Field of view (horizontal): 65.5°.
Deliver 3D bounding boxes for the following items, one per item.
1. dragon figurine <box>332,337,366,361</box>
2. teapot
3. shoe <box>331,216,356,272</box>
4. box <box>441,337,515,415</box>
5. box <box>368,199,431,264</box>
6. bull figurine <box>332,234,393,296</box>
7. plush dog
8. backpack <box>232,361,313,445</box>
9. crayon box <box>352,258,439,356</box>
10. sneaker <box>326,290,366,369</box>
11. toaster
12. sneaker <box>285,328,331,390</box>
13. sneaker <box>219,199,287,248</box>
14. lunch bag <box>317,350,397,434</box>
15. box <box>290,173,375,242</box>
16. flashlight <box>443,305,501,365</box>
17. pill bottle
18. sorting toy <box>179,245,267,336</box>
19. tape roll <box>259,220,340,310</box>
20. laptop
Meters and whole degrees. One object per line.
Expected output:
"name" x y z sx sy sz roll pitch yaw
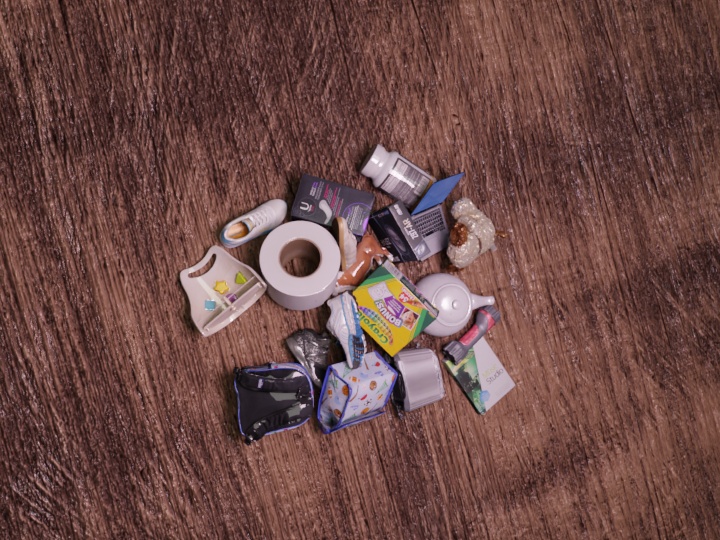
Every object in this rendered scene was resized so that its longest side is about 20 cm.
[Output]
"dragon figurine" -0.022 0.220 1.523 0.059 0.099 0.200 -25 95 -16
"teapot" 0.236 0.097 1.583 0.197 0.146 0.200 41 78 -11
"shoe" -0.039 -0.072 1.445 0.053 0.200 0.070 -18 57 -12
"box" 0.352 0.305 1.665 0.144 0.036 0.200 -37 96 -15
"box" 0.098 -0.100 1.523 0.044 0.200 0.160 -32 97 -15
"bull figurine" 0.000 0.000 1.560 0.121 0.065 0.200 34 84 -19
"plush dog" 0.302 -0.076 1.561 0.172 0.160 0.200 -43 143 -34
"backpack" -0.213 0.322 1.429 0.190 0.154 0.200 -6 96 0
"crayon box" 0.077 0.100 1.482 0.200 0.058 0.173 45 113 -1
"sneaker" -0.043 0.158 1.444 0.087 0.075 0.200 -17 70 23
"toaster" 0.151 0.306 1.565 0.129 0.114 0.200 -11 89 -19
"sneaker" -0.104 0.239 1.509 0.114 0.076 0.200 -34 92 -8
"sneaker" -0.275 -0.124 1.474 0.200 0.081 0.077 -35 96 -17
"lunch bag" -0.013 0.336 1.473 0.170 0.124 0.200 -8 129 -39
"box" -0.074 -0.165 1.503 0.200 0.106 0.122 17 82 -2
"flashlight" 0.321 0.180 1.625 0.200 0.068 0.068 -39 141 -18
"pill bottle" 0.105 -0.262 1.577 0.200 0.116 0.116 31 79 -12
"sorting toy" -0.364 0.037 1.436 0.200 0.107 0.180 -40 86 -4
"tape roll" -0.155 -0.010 1.446 0.202 0.139 0.203 2 72 -6
"laptop" 0.228 -0.151 1.560 0.187 0.116 0.200 -26 102 -49
